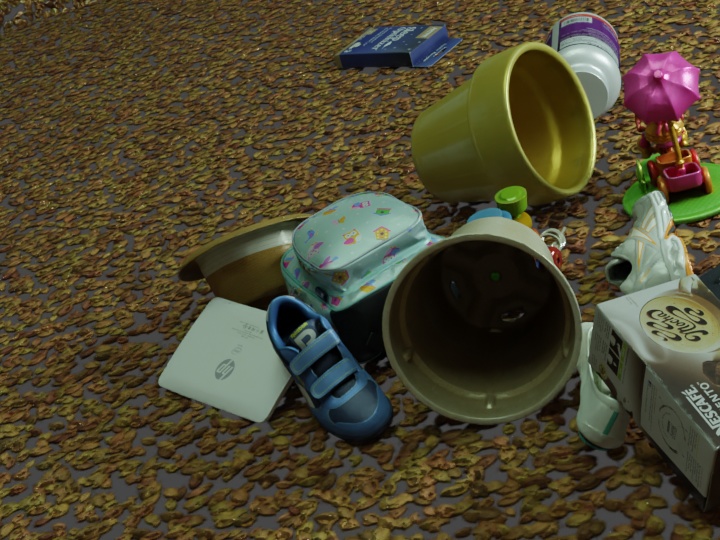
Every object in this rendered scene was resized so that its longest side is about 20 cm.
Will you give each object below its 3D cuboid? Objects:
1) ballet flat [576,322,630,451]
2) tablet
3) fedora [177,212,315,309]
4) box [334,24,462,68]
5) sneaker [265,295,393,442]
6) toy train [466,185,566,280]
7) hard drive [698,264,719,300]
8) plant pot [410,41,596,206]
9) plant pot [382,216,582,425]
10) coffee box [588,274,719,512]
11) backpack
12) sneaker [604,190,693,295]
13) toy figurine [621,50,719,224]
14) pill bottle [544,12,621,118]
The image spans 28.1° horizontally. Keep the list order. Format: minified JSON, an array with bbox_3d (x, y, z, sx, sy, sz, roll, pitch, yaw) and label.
[{"bbox_3d":[0.247,0.096,1.417,0.069,0.070,0.201,-9,29,15],"label":"ballet flat"},{"bbox_3d":[-0.142,0.100,1.654,0.199,0.014,0.131,13,63,46],"label":"tablet"},{"bbox_3d":[-0.124,-0.002,1.775,0.199,0.082,0.201,-20,-10,-4],"label":"fedora"},{"bbox_3d":[0.067,-0.390,2.499,0.199,0.033,0.121,6,34,36],"label":"box"},{"bbox_3d":[-0.041,0.102,1.523,0.074,0.083,0.200,-36,53,-12],"label":"sneaker"},{"bbox_3d":[0.187,-0.049,1.681,0.084,0.117,0.200,2,32,32],"label":"toy train"},{"bbox_3d":[0.394,0.058,1.437,0.134,0.043,0.200,-29,29,-23],"label":"hard drive"},{"bbox_3d":[0.175,-0.172,1.860,0.188,0.202,0.201,-14,22,41],"label":"plant pot"},{"bbox_3d":[0.134,0.033,1.506,0.199,0.202,0.184,-10,16,13],"label":"plant pot"},{"bbox_3d":[0.304,0.105,1.288,0.112,0.080,0.200,-15,42,-17],"label":"coffee box"},{"bbox_3d":[0.000,0.000,1.667,0.175,0.154,0.200,-33,24,-18],"label":"backpack"},{"bbox_3d":[0.314,-0.024,1.612,0.091,0.076,0.200,-17,25,9],"label":"sneaker"},{"bbox_3d":[0.374,-0.182,1.750,0.149,0.185,0.200,-14,26,6],"label":"toy figurine"},{"bbox_3d":[0.317,-0.287,2.065,0.111,0.113,0.200,-9,28,15],"label":"pill bottle"}]
